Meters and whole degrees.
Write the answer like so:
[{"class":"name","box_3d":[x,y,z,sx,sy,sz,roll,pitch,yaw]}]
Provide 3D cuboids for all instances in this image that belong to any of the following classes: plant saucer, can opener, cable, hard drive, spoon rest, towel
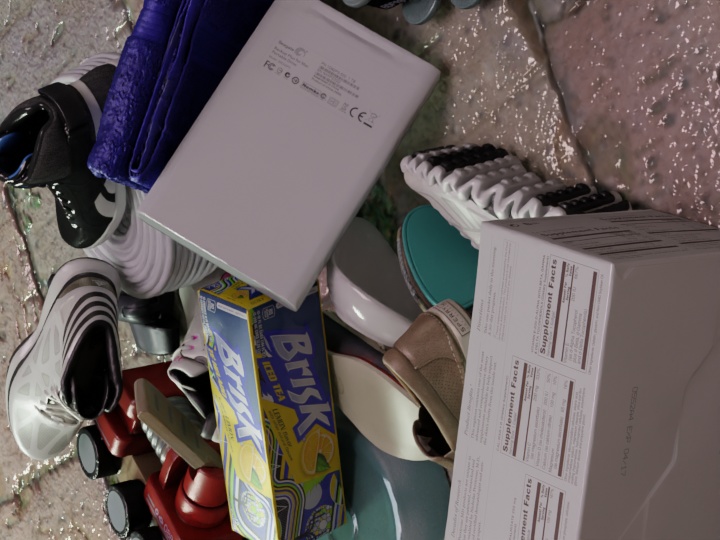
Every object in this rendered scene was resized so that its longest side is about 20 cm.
[{"class":"plant saucer","box_3d":[-0.003,0.192,1.402,0.199,0.036,0.202,7,99,51]},{"class":"can opener","box_3d":[-0.229,0.026,1.655,0.199,0.063,0.080,16,106,50]},{"class":"cable","box_3d":[-0.184,-0.077,1.482,0.199,0.069,0.202,-2,109,58]},{"class":"hard drive","box_3d":[-0.049,-0.089,1.298,0.131,0.201,0.026,30,167,8]},{"class":"spoon rest","box_3d":[0.000,0.000,1.344,0.061,0.099,0.200,-61,31,7]},{"class":"towel","box_3d":[-0.117,-0.147,1.329,0.049,0.147,0.202,21,91,25]}]

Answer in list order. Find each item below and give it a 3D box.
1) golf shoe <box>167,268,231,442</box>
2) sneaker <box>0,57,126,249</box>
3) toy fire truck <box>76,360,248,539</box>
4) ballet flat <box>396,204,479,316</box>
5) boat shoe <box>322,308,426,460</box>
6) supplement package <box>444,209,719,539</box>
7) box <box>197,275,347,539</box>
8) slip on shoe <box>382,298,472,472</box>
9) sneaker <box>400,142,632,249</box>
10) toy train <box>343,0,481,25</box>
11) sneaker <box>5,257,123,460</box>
[{"class":"golf shoe","box_3d":[-0.115,0.061,1.482,0.201,0.091,0.073,60,137,42]},{"class":"sneaker","box_3d":[-0.233,-0.077,1.384,0.073,0.111,0.201,53,144,22]},{"class":"toy fire truck","box_3d":[-0.161,0.137,1.504,0.177,0.128,0.201,57,141,33]},{"class":"ballet flat","box_3d":[0.084,0.039,1.255,0.201,0.072,0.072,51,131,38]},{"class":"boat shoe","box_3d":[0.008,0.078,1.354,0.199,0.062,0.072,25,130,48]},{"class":"supplement package","box_3d":[0.150,0.075,1.094,0.110,0.155,0.202,21,110,47]},{"class":"box","box_3d":[-0.063,0.101,1.346,0.064,0.070,0.202,18,123,47]},{"class":"slip on shoe","box_3d":[0.063,0.104,1.213,0.076,0.060,0.201,46,163,38]},{"class":"sneaker","box_3d":[0.095,-0.032,1.230,0.199,0.075,0.082,29,125,48]},{"class":"toy train","box_3d":[0.055,-0.241,1.257,0.199,0.085,0.115,-11,73,54]},{"class":"sneaker","box_3d":[-0.242,0.099,1.486,0.116,0.075,0.202,-104,31,-52]}]
